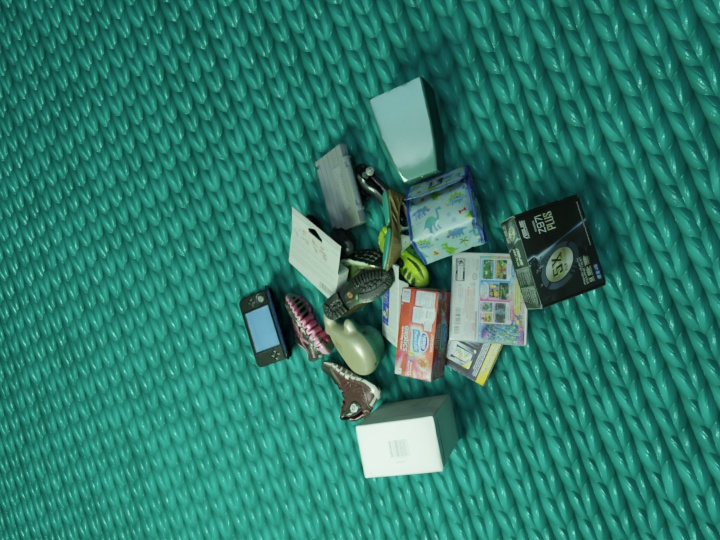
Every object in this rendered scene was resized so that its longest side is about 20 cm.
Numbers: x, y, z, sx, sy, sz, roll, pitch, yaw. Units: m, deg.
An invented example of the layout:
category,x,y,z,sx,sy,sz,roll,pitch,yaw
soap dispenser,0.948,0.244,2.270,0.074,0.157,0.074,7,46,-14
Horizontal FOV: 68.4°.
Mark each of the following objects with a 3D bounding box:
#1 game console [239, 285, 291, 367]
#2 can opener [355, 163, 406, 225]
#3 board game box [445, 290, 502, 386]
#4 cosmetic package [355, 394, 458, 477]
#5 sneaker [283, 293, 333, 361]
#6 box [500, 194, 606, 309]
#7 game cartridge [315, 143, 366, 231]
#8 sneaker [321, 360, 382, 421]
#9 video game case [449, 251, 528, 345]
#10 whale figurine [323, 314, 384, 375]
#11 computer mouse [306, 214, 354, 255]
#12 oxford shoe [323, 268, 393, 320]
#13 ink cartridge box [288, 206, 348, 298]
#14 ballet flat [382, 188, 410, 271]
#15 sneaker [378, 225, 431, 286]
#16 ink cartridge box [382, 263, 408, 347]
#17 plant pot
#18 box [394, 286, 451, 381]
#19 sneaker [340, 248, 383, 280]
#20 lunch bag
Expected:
category,x,y,z,sx,sy,sz,roll,pitch,yaw
game console,-0.269,0.159,1.465,0.166,0.118,0.208,-20,86,21
can opener,0.054,-0.195,1.354,0.198,0.079,0.063,41,67,11
board game box,0.269,0.145,1.284,0.161,0.056,0.206,26,102,16
cosmetic package,0.118,0.394,1.282,0.192,0.199,0.128,-13,86,21
sneaker,-0.159,0.161,1.451,0.095,0.078,0.203,-41,77,30
box,0.419,-0.039,1.163,0.158,0.086,0.208,-16,87,-7
game cartridge,-0.050,-0.207,1.370,0.127,0.038,0.208,-18,86,48
sneaker,-0.045,0.319,1.375,0.195,0.076,0.118,19,73,34
video game case,0.297,0.063,1.226,0.174,0.024,0.209,2,84,16
whale figurine,-0.015,0.175,1.382,0.198,0.102,0.163,36,146,36
computer mouse,-0.088,-0.095,1.392,0.197,0.033,0.061,31,124,37
oxford shoe,0.002,0.053,1.313,0.195,0.084,0.075,-28,79,21
ink cartridge box,-0.108,-0.046,1.361,0.199,0.044,0.181,39,136,31
ballet flat,0.089,-0.099,1.276,0.069,0.068,0.208,4,70,-9
sneaker,0.109,-0.035,1.327,0.073,0.083,0.203,-37,62,13
ink cartridge box,0.085,0.077,1.318,0.036,0.094,0.209,-7,106,-20
plant pot,0.125,-0.321,1.270,0.137,0.141,0.208,-16,91,21
box,0.149,0.146,1.252,0.096,0.094,0.209,6,91,31
sneaker,0.000,0.000,1.363,0.196,0.076,0.092,2,117,48
lunch bag,0.196,-0.146,1.253,0.164,0.128,0.206,-17,51,20
